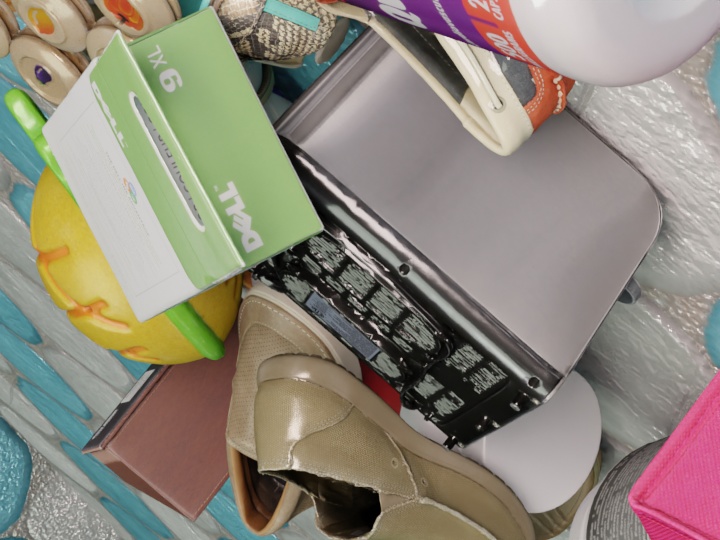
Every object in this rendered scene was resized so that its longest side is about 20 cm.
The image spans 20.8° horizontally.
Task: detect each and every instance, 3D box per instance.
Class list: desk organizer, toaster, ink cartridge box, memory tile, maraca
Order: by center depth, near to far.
[{"bbox_3d":[-0.074,-0.045,0.834,0.104,0.059,0.200,63,161,-1],"label":"ink cartridge box"},{"bbox_3d":[0.028,-0.022,0.940,0.200,0.119,0.181,40,163,1],"label":"toaster"},{"bbox_3d":[-0.172,-0.140,0.962,0.199,0.017,0.154,33,153,9],"label":"memory tile"},{"bbox_3d":[-0.132,-0.023,1.072,0.137,0.107,0.200,45,173,43],"label":"maraca"},{"bbox_3d":[-0.083,0.061,1.262,0.077,0.200,0.072,41,163,-8],"label":"desk organizer"}]

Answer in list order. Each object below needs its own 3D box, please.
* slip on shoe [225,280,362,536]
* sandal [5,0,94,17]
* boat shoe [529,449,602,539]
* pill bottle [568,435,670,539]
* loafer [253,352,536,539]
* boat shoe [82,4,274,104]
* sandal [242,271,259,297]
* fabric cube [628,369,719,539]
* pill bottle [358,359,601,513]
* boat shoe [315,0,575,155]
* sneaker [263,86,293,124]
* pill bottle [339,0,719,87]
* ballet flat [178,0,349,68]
[{"bbox_3d":[-0.048,0.082,1.123,0.076,0.061,0.201,33,149,17],"label":"slip on shoe"},{"bbox_3d":[-0.165,-0.163,0.998,0.206,0.059,0.080,-12,97,48],"label":"sandal"},{"bbox_3d":[0.107,0.140,1.284,0.071,0.064,0.200,48,146,4],"label":"boat shoe"},{"bbox_3d":[0.182,0.138,1.017,0.114,0.114,0.200,41,164,-1],"label":"pill bottle"},{"bbox_3d":[0.012,0.119,1.042,0.200,0.068,0.076,37,153,-27],"label":"loafer"},{"bbox_3d":[-0.134,-0.144,1.067,0.199,0.075,0.068,32,166,27],"label":"boat shoe"},{"bbox_3d":[0.005,-0.006,1.101,0.206,0.079,0.059,18,148,39],"label":"sandal"},{"bbox_3d":[0.239,0.093,0.631,0.199,0.196,0.200,27,157,40],"label":"fabric cube"},{"bbox_3d":[0.048,0.079,1.168,0.112,0.112,0.200,50,161,-29],"label":"pill bottle"},{"bbox_3d":[0.007,-0.130,0.811,0.200,0.063,0.071,41,166,6],"label":"boat shoe"},{"bbox_3d":[-0.090,-0.084,1.164,0.084,0.080,0.200,55,153,-2],"label":"sneaker"},{"bbox_3d":[0.030,-0.136,0.651,0.199,0.113,0.113,24,157,43],"label":"pill bottle"},{"bbox_3d":[-0.045,-0.120,0.916,0.075,0.068,0.200,21,-175,-12],"label":"ballet flat"}]
